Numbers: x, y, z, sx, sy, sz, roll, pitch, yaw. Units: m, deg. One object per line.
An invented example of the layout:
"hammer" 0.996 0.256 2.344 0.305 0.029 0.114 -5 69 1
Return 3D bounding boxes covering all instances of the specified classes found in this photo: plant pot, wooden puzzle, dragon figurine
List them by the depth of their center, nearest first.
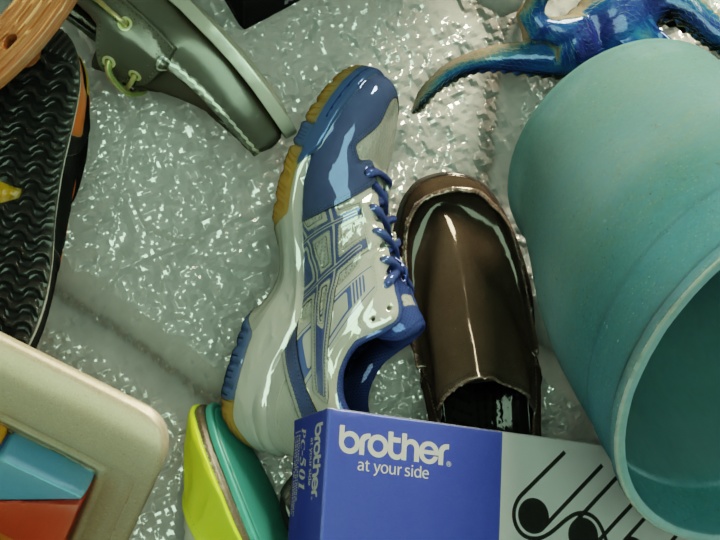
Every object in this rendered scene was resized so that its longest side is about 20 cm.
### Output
"wooden puzzle" -0.197 0.097 0.844 0.184 0.200 0.037 27 47 -2
"plant pot" 0.166 -0.010 0.850 0.199 0.188 0.201 -14 131 -17
"dragon figurine" 0.130 -0.113 0.936 0.199 0.059 0.100 -33 89 -7

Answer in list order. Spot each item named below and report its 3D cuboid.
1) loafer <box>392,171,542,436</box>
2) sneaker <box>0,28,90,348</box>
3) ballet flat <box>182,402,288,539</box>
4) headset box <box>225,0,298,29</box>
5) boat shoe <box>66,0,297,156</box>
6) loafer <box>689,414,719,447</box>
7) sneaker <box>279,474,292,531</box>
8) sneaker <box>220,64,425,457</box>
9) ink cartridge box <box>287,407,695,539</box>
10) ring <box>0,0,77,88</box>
"loafer" 0.064 0.046 0.914 0.073 0.071 0.201 -12 87 -5
"sneaker" -0.172 -0.019 0.889 0.070 0.090 0.201 12 84 6
"ballet flat" -0.052 0.166 0.904 0.067 0.067 0.201 -31 90 11
"headset box" -0.005 -0.216 0.862 0.174 0.200 0.093 -31 89 -7
"boat shoe" -0.117 -0.125 0.913 0.202 0.072 0.060 44 84 6
"loafer" 0.185 0.164 0.905 0.069 0.075 0.201 -24 73 -1
"sneaker" 0.028 0.184 0.897 0.200 0.088 0.076 41 46 9
"sneaker" 0.000 0.000 0.899 0.088 0.075 0.201 15 91 24
"ink cartridge box" 0.064 0.125 0.845 0.199 0.044 0.095 9 75 -22
"ring" -0.195 -0.153 0.877 0.200 0.019 0.201 -17 58 28
